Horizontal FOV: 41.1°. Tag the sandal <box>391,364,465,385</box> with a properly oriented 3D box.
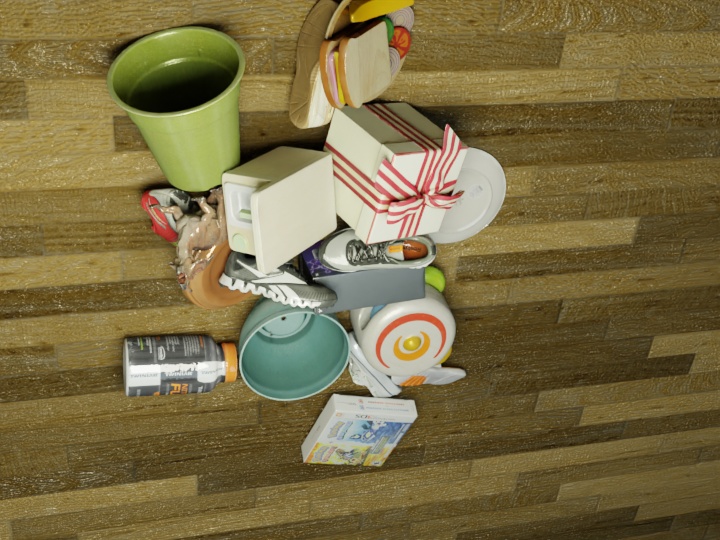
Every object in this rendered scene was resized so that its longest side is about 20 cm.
[{"bbox_3d":[0.131,0.193,1.932,0.079,0.060,0.206,-32,153,33],"label":"sandal"}]

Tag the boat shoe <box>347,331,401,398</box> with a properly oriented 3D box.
[{"bbox_3d":[0.011,0.198,1.881,0.067,0.074,0.200,-33,129,9],"label":"boat shoe"}]

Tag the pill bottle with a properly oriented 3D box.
[{"bbox_3d":[-0.324,0.170,1.732,0.198,0.106,0.107,-1,125,-17],"label":"pill bottle"}]

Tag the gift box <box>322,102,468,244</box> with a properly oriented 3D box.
[{"bbox_3d":[0.049,-0.164,1.528,0.184,0.187,0.201,-16,136,-36],"label":"gift box"}]

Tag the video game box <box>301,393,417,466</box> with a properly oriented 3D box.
[{"bbox_3d":[-0.005,0.329,1.962,0.181,0.047,0.200,9,136,-21],"label":"video game box"}]

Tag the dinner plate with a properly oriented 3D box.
[{"bbox_3d":[0.171,-0.128,1.730,0.199,0.024,0.201,-9,127,-13],"label":"dinner plate"}]

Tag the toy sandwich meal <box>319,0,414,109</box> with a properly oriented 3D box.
[{"bbox_3d":[0.019,-0.336,1.451,0.204,0.070,0.206,-27,131,-36],"label":"toy sandwich meal"}]

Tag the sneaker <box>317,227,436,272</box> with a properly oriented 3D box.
[{"bbox_3d":[0.029,-0.036,1.575,0.198,0.079,0.075,-3,92,-3],"label":"sneaker"}]

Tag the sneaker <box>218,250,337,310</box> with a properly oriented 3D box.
[{"bbox_3d":[-0.130,0.006,1.567,0.199,0.066,0.091,14,102,5],"label":"sneaker"}]

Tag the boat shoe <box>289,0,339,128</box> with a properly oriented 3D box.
[{"bbox_3d":[-0.057,-0.320,1.494,0.069,0.074,0.201,-6,122,-43],"label":"boat shoe"}]

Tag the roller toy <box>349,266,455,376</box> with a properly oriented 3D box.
[{"bbox_3d":[0.080,0.101,1.791,0.181,0.140,0.201,-11,128,-10],"label":"roller toy"}]

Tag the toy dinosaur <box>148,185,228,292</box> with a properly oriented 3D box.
[{"bbox_3d":[-0.242,-0.059,1.502,0.200,0.085,0.136,-33,117,-40],"label":"toy dinosaur"}]

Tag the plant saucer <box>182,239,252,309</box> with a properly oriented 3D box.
[{"bbox_3d":[-0.213,-0.016,1.623,0.199,0.037,0.201,-30,139,-30],"label":"plant saucer"}]

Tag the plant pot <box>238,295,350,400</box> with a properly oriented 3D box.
[{"bbox_3d":[-0.131,0.116,1.737,0.199,0.134,0.201,-9,127,-12],"label":"plant pot"}]

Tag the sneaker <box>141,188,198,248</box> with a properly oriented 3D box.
[{"bbox_3d":[-0.302,-0.071,1.596,0.084,0.077,0.201,8,146,22],"label":"sneaker"}]

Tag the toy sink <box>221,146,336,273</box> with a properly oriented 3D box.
[{"bbox_3d":[-0.138,-0.097,1.477,0.200,0.111,0.131,-38,131,-49],"label":"toy sink"}]

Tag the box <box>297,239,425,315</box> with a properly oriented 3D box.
[{"bbox_3d":[0.000,0.000,1.688,0.198,0.141,0.079,-9,121,-13],"label":"box"}]

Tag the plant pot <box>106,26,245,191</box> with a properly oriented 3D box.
[{"bbox_3d":[-0.254,-0.226,1.436,0.199,0.201,0.191,-16,141,-6],"label":"plant pot"}]
